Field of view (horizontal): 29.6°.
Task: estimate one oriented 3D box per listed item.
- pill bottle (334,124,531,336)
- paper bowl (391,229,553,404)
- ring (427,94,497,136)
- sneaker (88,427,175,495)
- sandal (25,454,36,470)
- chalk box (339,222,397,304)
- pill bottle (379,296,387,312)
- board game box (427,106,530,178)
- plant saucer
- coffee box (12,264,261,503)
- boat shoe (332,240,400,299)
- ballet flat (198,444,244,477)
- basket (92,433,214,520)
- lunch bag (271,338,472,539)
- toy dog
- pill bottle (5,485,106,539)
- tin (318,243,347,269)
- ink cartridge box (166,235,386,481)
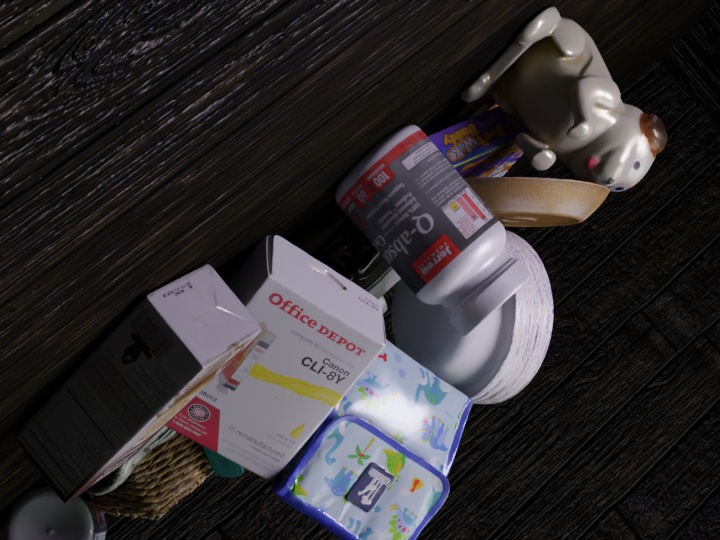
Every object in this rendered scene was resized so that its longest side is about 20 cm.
[{"bbox_3d":[0.076,-0.039,1.391,0.116,0.200,0.116,-41,175,-4],"label":"pill bottle"},{"bbox_3d":[0.112,0.048,1.532,0.104,0.202,0.201,5,144,-38],"label":"paper bowl"},{"bbox_3d":[0.125,-0.181,1.634,0.200,0.019,0.200,-42,176,-4],"label":"ring"},{"bbox_3d":[-0.245,0.184,1.511,0.087,0.076,0.200,-13,158,-46],"label":"sneaker"},{"bbox_3d":[-0.243,0.133,1.346,0.200,0.043,0.076,-42,176,11],"label":"sandal"},{"bbox_3d":[0.068,-0.029,1.725,0.124,0.125,0.200,-40,-152,-9],"label":"chalk box"},{"bbox_3d":[-0.068,0.073,1.739,0.199,0.113,0.112,-35,175,-13],"label":"pill bottle"},{"bbox_3d":[0.104,-0.122,1.565,0.199,0.045,0.135,-25,168,-26],"label":"board game box"},{"bbox_3d":[0.172,-0.072,1.487,0.198,0.036,0.200,2,177,0],"label":"plant saucer"},{"bbox_3d":[-0.193,0.097,1.179,0.200,0.080,0.114,-43,175,26],"label":"coffee box"},{"bbox_3d":[0.000,0.000,1.480,0.200,0.064,0.071,-41,-167,-22],"label":"boat shoe"},{"bbox_3d":[-0.169,0.168,1.599,0.067,0.073,0.201,-5,144,10],"label":"ballet flat"},{"bbox_3d":[-0.256,0.190,1.683,0.142,0.150,0.200,-1,-154,40],"label":"basket"},{"bbox_3d":[0.007,0.185,1.435,0.127,0.170,0.201,-18,-138,53],"label":"lunch bag"},{"bbox_3d":[0.236,-0.171,1.492,0.139,0.200,0.194,-42,175,29],"label":"toy dog"},{"bbox_3d":[-0.370,0.320,1.683,0.106,0.106,0.200,-40,176,-10],"label":"pill bottle"},{"bbox_3d":[-0.046,0.008,1.894,0.112,0.042,0.200,-38,176,15],"label":"tin"},{"bbox_3d":[-0.089,0.087,1.339,0.200,0.144,0.084,-51,-158,21],"label":"ink cartridge box"}]
